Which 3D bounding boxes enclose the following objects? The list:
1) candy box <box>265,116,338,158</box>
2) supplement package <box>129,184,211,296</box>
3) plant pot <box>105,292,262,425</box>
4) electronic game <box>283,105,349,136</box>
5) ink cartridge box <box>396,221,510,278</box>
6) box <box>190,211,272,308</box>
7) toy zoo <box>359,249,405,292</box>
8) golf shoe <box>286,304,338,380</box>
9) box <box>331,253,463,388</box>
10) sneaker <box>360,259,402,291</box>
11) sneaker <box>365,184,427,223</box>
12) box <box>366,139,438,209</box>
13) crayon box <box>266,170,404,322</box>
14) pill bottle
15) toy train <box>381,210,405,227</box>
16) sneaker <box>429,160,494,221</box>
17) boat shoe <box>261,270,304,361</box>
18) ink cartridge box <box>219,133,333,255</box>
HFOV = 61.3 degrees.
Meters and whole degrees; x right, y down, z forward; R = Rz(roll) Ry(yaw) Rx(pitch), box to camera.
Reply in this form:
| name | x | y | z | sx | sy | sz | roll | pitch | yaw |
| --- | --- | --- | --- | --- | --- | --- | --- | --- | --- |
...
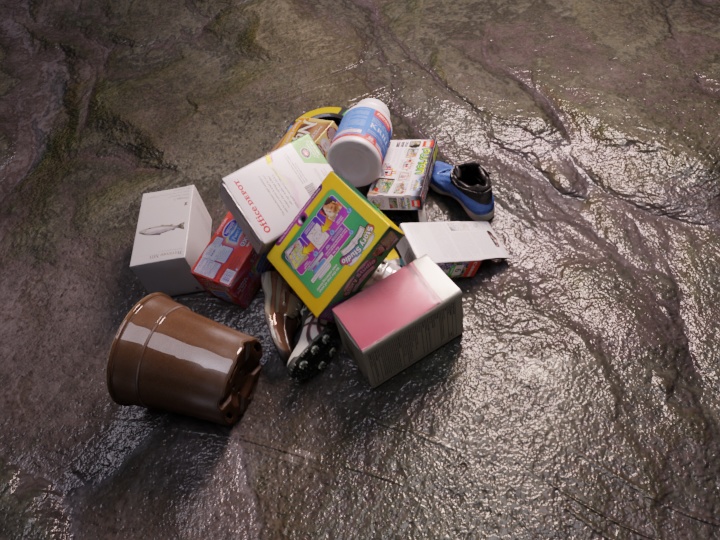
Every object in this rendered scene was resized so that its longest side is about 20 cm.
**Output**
| name | x | y | z | sx | sy | sz | roll | pitch | yaw |
| --- | --- | --- | --- | --- | --- | --- | --- | --- | --- |
| candy box | -0.140 | -0.237 | 1.291 | 0.115 | 0.055 | 0.200 | 21 | 66 | 44 |
| supplement package | -0.386 | -0.060 | 1.259 | 0.116 | 0.118 | 0.201 | -9 | 52 | 3 |
| plant pot | -0.285 | 0.160 | 1.037 | 0.197 | 0.201 | 0.201 | 14 | 57 | 11 |
| electronic game | -0.087 | -0.324 | 1.450 | 0.198 | 0.042 | 0.201 | -5 | 52 | 7 |
| ink cartridge box | 0.175 | -0.040 | 1.166 | 0.198 | 0.051 | 0.109 | -3 | 48 | -23 |
| box | -0.234 | -0.041 | 1.217 | 0.099 | 0.096 | 0.201 | 17 | 65 | 22 |
| toy zoo | 0.000 | 0.000 | 1.199 | 0.198 | 0.021 | 0.132 | -14 | 52 | 0 |
| golf shoe | -0.078 | 0.109 | 1.099 | 0.088 | 0.078 | 0.200 | 22 | 58 | 28 |
| box | 0.068 | 0.087 | 1.052 | 0.199 | 0.128 | 0.109 | -30 | 52 | -13 |
| sneaker | 0.005 | -0.019 | 1.127 | 0.199 | 0.116 | 0.074 | 17 | 56 | 20 |
| sneaker | 0.070 | -0.153 | 1.275 | 0.111 | 0.073 | 0.201 | -14 | 43 | 2 |
| box | 0.089 | -0.198 | 1.236 | 0.109 | 0.035 | 0.201 | 3 | 44 | 17 |
| crayon box | -0.049 | -0.043 | 1.063 | 0.200 | 0.058 | 0.173 | -51 | 58 | 11 |
| pill bottle | 0.005 | -0.270 | 1.242 | 0.111 | 0.113 | 0.201 | 2 | 43 | 13 |
| toy train | 0.023 | -0.120 | 1.281 | 0.199 | 0.034 | 0.046 | 34 | 53 | 31 |
| sneaker | 0.201 | -0.196 | 1.252 | 0.076 | 0.112 | 0.200 | -30 | 53 | -12 |
| boat shoe | -0.140 | 0.074 | 1.138 | 0.071 | 0.076 | 0.201 | -13 | 53 | -2 |
| ink cartridge box | -0.147 | -0.144 | 1.158 | 0.199 | 0.084 | 0.145 | -34 | 88 | -23 |
